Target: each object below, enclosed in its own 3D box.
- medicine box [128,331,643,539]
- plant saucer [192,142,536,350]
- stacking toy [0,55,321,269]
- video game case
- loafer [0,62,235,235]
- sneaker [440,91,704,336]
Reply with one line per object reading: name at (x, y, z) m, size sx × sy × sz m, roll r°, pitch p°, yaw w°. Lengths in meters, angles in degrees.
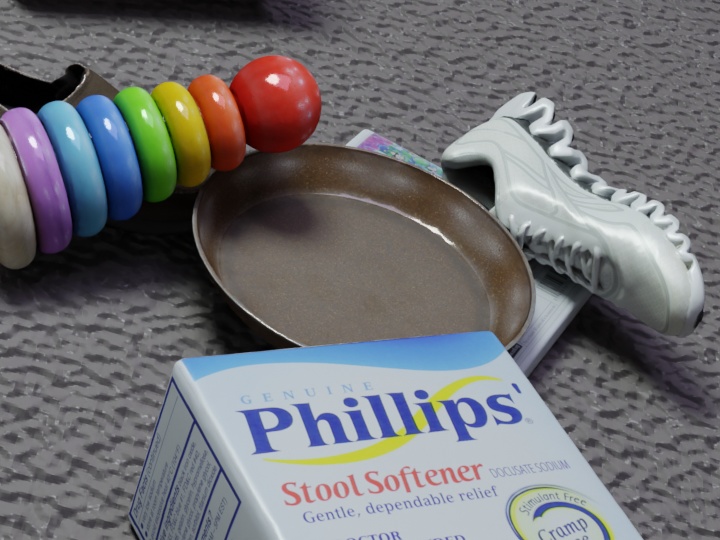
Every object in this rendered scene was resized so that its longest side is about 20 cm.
medicine box at (0.018, 0.134, 0.920) m, size 0.181 × 0.104 × 0.200 m, roll -4°, pitch 41°, yaw -31°
plant saucer at (0.000, 0.000, 1.123) m, size 0.198 × 0.032 × 0.201 m, roll 12°, pitch 36°, yaw -9°
stacking toy at (-0.113, -0.067, 1.100) m, size 0.198 × 0.086 × 0.086 m, roll -17°, pitch 45°, yaw -16°
video game case at (0.035, 0.000, 1.188) m, size 0.181 × 0.024 × 0.200 m, roll 28°, pitch 36°, yaw 13°
loafer at (-0.159, -0.077, 1.152) m, size 0.198 × 0.071 × 0.073 m, roll 12°, pitch 34°, yaw -11°
sneaker at (0.124, -0.023, 1.191) m, size 0.081 × 0.076 × 0.200 m, roll -23°, pitch 49°, yaw -27°
